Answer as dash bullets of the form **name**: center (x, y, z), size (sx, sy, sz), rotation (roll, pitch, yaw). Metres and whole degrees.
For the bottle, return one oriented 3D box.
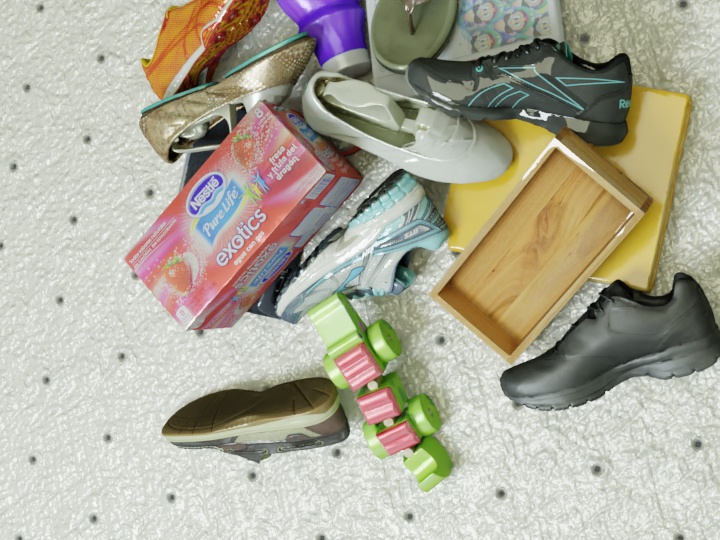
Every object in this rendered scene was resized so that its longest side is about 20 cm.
- **bottle**: center (-0.043, -0.277, 1.409), size (0.083, 0.065, 0.202), rotation (-19, 82, -9)

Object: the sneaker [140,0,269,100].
- **sneaker**: center (-0.153, -0.235, 1.423), size (0.200, 0.073, 0.077), rotation (-41, 78, 38)

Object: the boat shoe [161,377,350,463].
- **boat shoe**: center (-0.101, 0.152, 1.421), size (0.199, 0.073, 0.065), rotation (-10, 119, 33)

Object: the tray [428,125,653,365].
- **tray**: center (0.154, -0.019, 1.299), size (0.098, 0.037, 0.200), rotation (40, 124, 4)

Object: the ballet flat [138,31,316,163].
- **ballet flat**: center (-0.116, -0.155, 1.399), size (0.199, 0.070, 0.066), rotation (-23, 88, 27)

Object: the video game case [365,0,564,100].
- **video game case**: center (0.090, -0.262, 1.366), size (0.181, 0.024, 0.202), rotation (-11, 75, 23)

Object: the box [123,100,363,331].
- **box**: center (-0.105, -0.048, 1.367), size (0.095, 0.102, 0.200), rotation (47, 105, 16)

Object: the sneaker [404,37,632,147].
- **sneaker**: center (0.138, -0.166, 1.289), size (0.198, 0.076, 0.080), rotation (12, 113, 4)

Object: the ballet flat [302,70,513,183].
- **ballet flat**: center (0.038, -0.129, 1.325), size (0.198, 0.069, 0.070), rotation (19, 95, 11)

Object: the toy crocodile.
- **toy crocodile**: center (0.017, 0.112, 1.366), size (0.067, 0.062, 0.201), rotation (-27, 99, 17)

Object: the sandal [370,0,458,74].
- **sandal**: center (0.058, -0.274, 1.338), size (0.079, 0.057, 0.203), rotation (20, 89, 26)

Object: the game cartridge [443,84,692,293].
- **game cartridge**: center (0.181, -0.086, 1.338), size (0.198, 0.032, 0.178), rotation (13, 92, 21)

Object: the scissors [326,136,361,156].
- **scissors**: center (0.049, -0.137, 1.402), size (0.198, 0.014, 0.074), rotation (7, 91, 21)

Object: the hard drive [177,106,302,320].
- **hard drive**: center (-0.118, -0.062, 1.448), size (0.134, 0.042, 0.202), rotation (12, 92, 21)

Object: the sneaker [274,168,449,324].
- **sneaker**: center (0.000, 0.000, 1.376), size (0.086, 0.078, 0.200), rotation (45, 122, -5)

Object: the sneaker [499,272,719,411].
- **sneaker**: center (0.211, 0.059, 1.293), size (0.198, 0.076, 0.091), rotation (-19, 103, 11)
